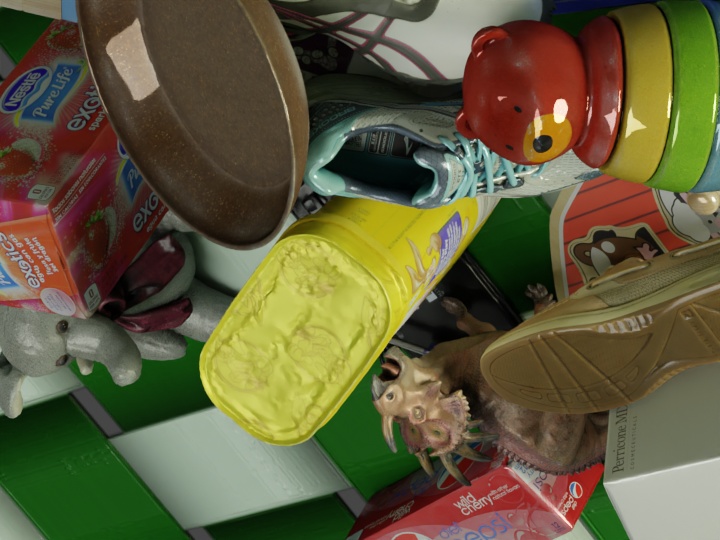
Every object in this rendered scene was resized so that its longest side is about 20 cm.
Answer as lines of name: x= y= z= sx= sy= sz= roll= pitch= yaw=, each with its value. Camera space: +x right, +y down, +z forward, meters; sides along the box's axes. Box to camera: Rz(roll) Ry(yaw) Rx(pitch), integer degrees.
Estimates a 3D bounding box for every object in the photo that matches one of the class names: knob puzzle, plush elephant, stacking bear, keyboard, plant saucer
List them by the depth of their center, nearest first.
stacking bear: x=0.153 y=-0.093 z=1.499 sx=0.199 sy=0.114 sz=0.122 roll=3 pitch=138 yaw=-11
plant saucer: x=-0.086 y=-0.109 z=1.530 sx=0.200 sy=0.037 sz=0.201 roll=38 pitch=143 yaw=37
knob puzzle: x=0.194 y=0.003 z=1.690 sx=0.219 sy=0.030 sz=0.220 roll=18 pitch=137 yaw=17
keyboard: x=0.029 y=0.005 z=1.809 sx=0.104 sy=0.040 sz=0.200 roll=-31 pitch=109 yaw=22
plush elephant: x=-0.176 y=0.019 z=1.851 sx=0.200 sy=0.155 sz=0.165 roll=18 pitch=137 yaw=17

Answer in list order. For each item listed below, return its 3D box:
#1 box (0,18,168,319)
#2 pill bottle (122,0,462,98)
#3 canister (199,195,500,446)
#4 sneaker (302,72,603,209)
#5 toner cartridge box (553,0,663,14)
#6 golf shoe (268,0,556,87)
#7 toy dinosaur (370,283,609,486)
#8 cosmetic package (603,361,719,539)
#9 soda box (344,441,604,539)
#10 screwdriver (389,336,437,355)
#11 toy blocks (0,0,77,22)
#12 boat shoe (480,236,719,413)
box: x=-0.176 y=-0.073 z=1.729 sx=0.099 sy=0.200 sz=0.096 roll=8 pitch=134 yaw=27
pill bottle: x=-0.031 y=-0.136 z=1.633 sx=0.199 sy=0.112 sz=0.112 roll=18 pitch=138 yaw=4
canister: x=0.000 y=0.000 z=1.663 sx=0.086 sy=0.200 sz=0.149 roll=38 pitch=125 yaw=4
sneaker: x=0.056 y=-0.062 z=1.554 sx=0.199 sy=0.086 sz=0.078 roll=-2 pitch=116 yaw=-2
toner cartridge box: x=0.151 y=-0.196 z=1.516 sx=0.200 sy=0.043 sz=0.095 roll=-3 pitch=128 yaw=35
golf shoe: x=0.007 y=-0.153 z=1.526 sx=0.199 sy=0.077 sz=0.088 roll=10 pitch=170 yaw=9
toy dinosaur: x=0.098 y=0.088 z=1.732 sx=0.200 sy=0.136 sz=0.086 roll=25 pitch=153 yaw=-7
cosmetic package: x=0.252 y=0.099 z=1.643 sx=0.199 sy=0.108 sz=0.085 roll=-15 pitch=126 yaw=19
soda box: x=0.074 y=0.166 z=1.901 sx=0.070 sy=0.063 sz=0.200 roll=44 pitch=139 yaw=-11
screwdriver: x=0.029 y=0.045 z=1.797 sx=0.199 sy=0.029 sz=0.028 roll=21 pitch=120 yaw=0
toy blocks: x=-0.180 y=-0.226 z=1.681 sx=0.136 sy=0.100 sz=0.200 roll=13 pitch=136 yaw=6
boat shoe: x=0.165 y=0.030 z=1.649 sx=0.200 sy=0.065 sz=0.071 roll=-17 pitch=125 yaw=27
